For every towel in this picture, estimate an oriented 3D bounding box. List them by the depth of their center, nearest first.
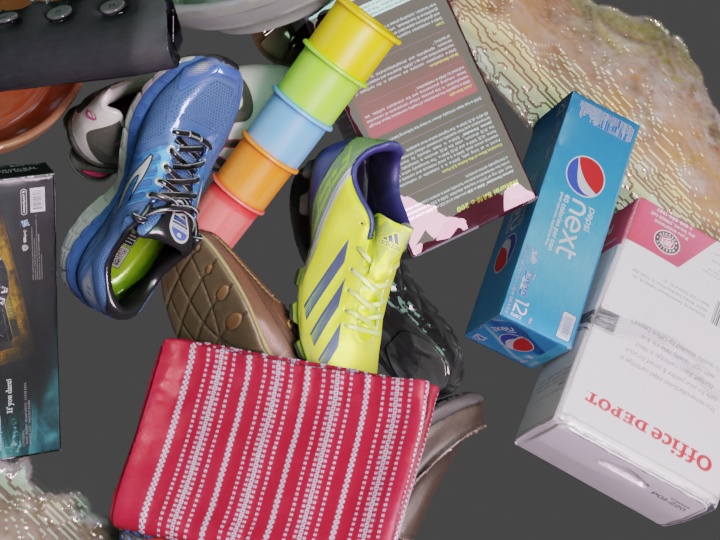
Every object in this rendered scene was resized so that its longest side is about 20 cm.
[{"bbox_3d":[-0.059,0.122,1.330,0.199,0.023,0.145,9,65,18],"label":"towel"}]

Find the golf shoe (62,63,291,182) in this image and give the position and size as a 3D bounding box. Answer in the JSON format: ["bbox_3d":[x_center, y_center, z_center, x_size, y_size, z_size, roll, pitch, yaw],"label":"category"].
[{"bbox_3d":[-0.114,-0.113,1.442,0.199,0.088,0.078,-16,78,-26],"label":"golf shoe"}]

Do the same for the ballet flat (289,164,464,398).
[{"bbox_3d":[0.008,0.010,1.479,0.066,0.057,0.201,-33,84,12],"label":"ballet flat"}]

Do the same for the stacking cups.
[{"bbox_3d":[-0.054,-0.101,1.423,0.060,0.061,0.200,37,96,-6],"label":"stacking cups"}]

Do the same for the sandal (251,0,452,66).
[{"bbox_3d":[0.003,-0.217,1.543,0.199,0.054,0.081,-29,92,-12],"label":"sandal"}]

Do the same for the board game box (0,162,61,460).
[{"bbox_3d":[-0.265,0.034,1.303,0.135,0.028,0.201,-7,114,-23],"label":"board game box"}]

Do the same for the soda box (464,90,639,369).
[{"bbox_3d":[0.148,-0.031,1.527,0.064,0.068,0.201,26,66,-12],"label":"soda box"}]

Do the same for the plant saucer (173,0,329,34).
[{"bbox_3d":[-0.069,-0.219,1.460,0.200,0.200,0.050,-36,123,-27],"label":"plant saucer"}]

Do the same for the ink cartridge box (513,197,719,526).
[{"bbox_3d":[0.222,0.071,1.515,0.145,0.085,0.201,29,63,-10],"label":"ink cartridge box"}]

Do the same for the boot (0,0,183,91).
[{"bbox_3d":[-0.218,-0.130,1.315,0.199,0.066,0.165,-4,39,-2],"label":"boot"}]

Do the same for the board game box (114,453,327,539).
[{"bbox_3d":[-0.080,0.234,1.333,0.150,0.037,0.201,-10,76,8],"label":"board game box"}]

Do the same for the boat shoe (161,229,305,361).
[{"bbox_3d":[-0.071,0.057,1.420,0.201,0.072,0.068,57,35,1],"label":"boat shoe"}]

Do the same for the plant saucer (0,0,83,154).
[{"bbox_3d":[-0.290,-0.174,1.423,0.199,0.032,0.201,6,72,-19],"label":"plant saucer"}]

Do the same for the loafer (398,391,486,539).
[{"bbox_3d":[0.017,0.161,1.419,0.200,0.073,0.071,-38,93,-17],"label":"loafer"}]

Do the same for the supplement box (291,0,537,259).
[{"bbox_3d":[0.039,-0.120,1.488,0.108,0.061,0.201,-24,92,-10],"label":"supplement box"}]

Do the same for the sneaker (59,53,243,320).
[{"bbox_3d":[-0.129,-0.053,1.366,0.078,0.089,0.201,18,104,-38],"label":"sneaker"}]

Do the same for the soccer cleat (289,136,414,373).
[{"bbox_3d":[-0.001,-0.001,1.401,0.065,0.083,0.201,23,61,-50],"label":"soccer cleat"}]
